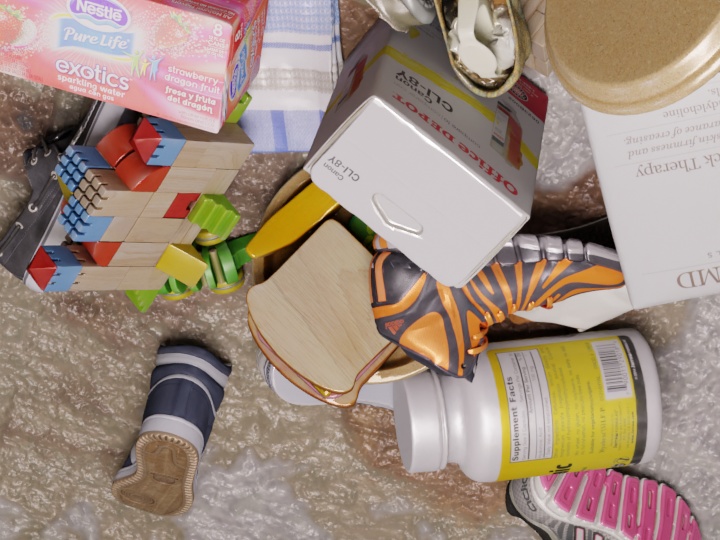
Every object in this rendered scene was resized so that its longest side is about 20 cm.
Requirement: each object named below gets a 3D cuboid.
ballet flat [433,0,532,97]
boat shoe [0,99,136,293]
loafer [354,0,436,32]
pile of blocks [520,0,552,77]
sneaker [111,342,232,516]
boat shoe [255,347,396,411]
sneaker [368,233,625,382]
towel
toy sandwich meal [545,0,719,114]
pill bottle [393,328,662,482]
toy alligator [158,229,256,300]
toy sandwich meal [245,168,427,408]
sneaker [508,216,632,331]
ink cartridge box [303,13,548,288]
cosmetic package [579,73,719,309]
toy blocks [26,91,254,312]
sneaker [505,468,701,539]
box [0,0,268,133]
[{"bbox_3d":[0.074,-0.196,1.393,0.071,0.071,0.200,-10,139,12],"label":"ballet flat"},{"bbox_3d":[-0.239,-0.074,1.601,0.066,0.070,0.200,29,123,-1],"label":"boat shoe"},{"bbox_3d":[-0.030,-0.233,1.449,0.200,0.075,0.070,42,111,10],"label":"loafer"},{"bbox_3d":[0.090,-0.231,1.477,0.200,0.082,0.062,46,73,-30],"label":"pile of blocks"},{"bbox_3d":[-0.159,0.133,1.720,0.070,0.109,0.200,17,152,-7],"label":"sneaker"},{"bbox_3d":[0.009,0.081,1.662,0.200,0.070,0.071,2,102,-23],"label":"boat shoe"},{"bbox_3d":[0.104,0.029,1.522,0.200,0.078,0.112,2,86,-5],"label":"sneaker"},{"bbox_3d":[-0.086,-0.177,1.541,0.147,0.024,0.200,0,121,7],"label":"towel"},{"bbox_3d":[0.211,-0.185,1.318,0.070,0.205,0.205,25,125,-41],"label":"toy sandwich meal"},{"bbox_3d":[0.131,0.110,1.613,0.200,0.111,0.111,-5,122,-8],"label":"pill bottle"},{"bbox_3d":[-0.163,-0.001,1.639,0.200,0.054,0.059,-7,120,11],"label":"toy alligator"},{"bbox_3d":[0.000,0.000,1.563,0.205,0.070,0.206,0,87,3],"label":"toy sandwich meal"},{"bbox_3d":[0.205,0.002,1.601,0.200,0.073,0.085,-6,143,9],"label":"sneaker"},{"bbox_3d":[0.053,-0.098,1.464,0.145,0.200,0.083,37,119,-12],"label":"ink cartridge box"},{"bbox_3d":[0.254,-0.110,1.459,0.167,0.166,0.200,-11,120,13],"label":"cosmetic package"},{"bbox_3d":[-0.175,-0.056,1.526,0.100,0.137,0.200,49,118,28],"label":"toy blocks"},{"bbox_3d":[0.203,0.211,1.717,0.200,0.074,0.087,27,152,-28],"label":"sneaker"},{"bbox_3d":[-0.176,-0.187,1.480,0.200,0.103,0.095,17,127,8],"label":"box"}]
